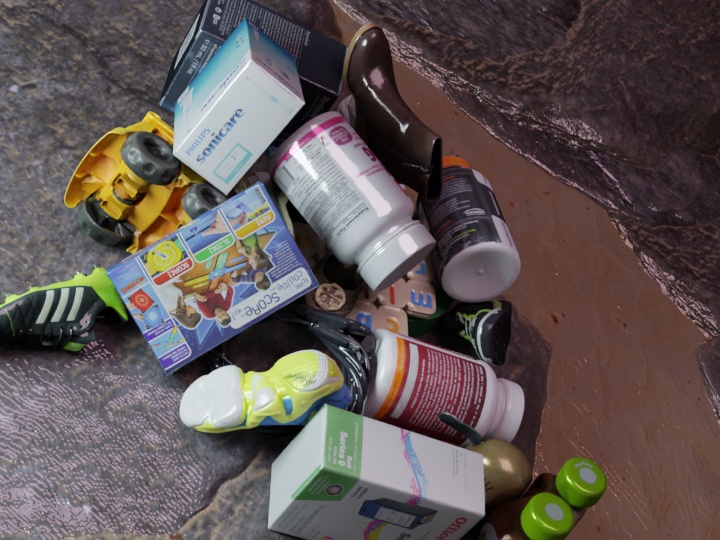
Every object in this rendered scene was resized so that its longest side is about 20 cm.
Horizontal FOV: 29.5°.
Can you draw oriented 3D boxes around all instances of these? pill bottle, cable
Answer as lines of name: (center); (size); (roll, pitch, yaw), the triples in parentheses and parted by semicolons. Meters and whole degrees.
pill bottle: (-0.008, -0.080, 1.619); (0.200, 0.113, 0.113); (51, 44, 9)
cable: (-0.087, 0.115, 1.571); (0.199, 0.051, 0.164); (16, 75, 3)
pill bottle: (0.092, 0.150, 1.645); (0.199, 0.113, 0.113); (19, 47, -20)
pill bottle: (0.133, -0.061, 1.772); (0.106, 0.106, 0.200); (13, 39, -25)

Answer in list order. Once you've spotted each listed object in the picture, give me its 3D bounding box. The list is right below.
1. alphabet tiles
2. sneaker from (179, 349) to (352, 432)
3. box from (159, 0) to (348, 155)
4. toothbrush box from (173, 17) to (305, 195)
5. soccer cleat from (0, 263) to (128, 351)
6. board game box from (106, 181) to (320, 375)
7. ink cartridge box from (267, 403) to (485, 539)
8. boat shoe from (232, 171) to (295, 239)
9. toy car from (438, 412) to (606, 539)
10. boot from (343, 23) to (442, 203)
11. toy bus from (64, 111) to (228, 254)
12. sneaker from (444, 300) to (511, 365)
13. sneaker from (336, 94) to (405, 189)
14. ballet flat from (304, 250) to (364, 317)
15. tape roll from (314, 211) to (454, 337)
alphabet tiles: (0.000, 0.000, 1.708); (0.199, 0.015, 0.196); (12, 51, -19)
sneaker: (-0.098, 0.151, 1.500); (0.105, 0.199, 0.076); (44, 41, -45)
box: (-0.140, -0.257, 1.802); (0.199, 0.149, 0.107); (23, 46, -16)
toothbrush box: (-0.148, -0.200, 1.631); (0.085, 0.146, 0.200); (37, 14, -19)
soccer cleat: (-0.336, 0.055, 1.477); (0.200, 0.067, 0.081); (-22, 82, -43)
board game box: (-0.164, 0.009, 1.528); (0.200, 0.034, 0.136); (-30, 103, -5)
ink cartridge box: (0.018, 0.241, 1.496); (0.199, 0.145, 0.088); (19, 47, -20)
boat shoe: (-0.114, -0.039, 1.641); (0.068, 0.075, 0.200); (-7, 44, -7)
toy car: (0.150, 0.255, 1.573); (0.200, 0.165, 0.158); (40, 42, 15)
boot: (0.052, -0.201, 1.745); (0.072, 0.201, 0.166); (-21, 37, -32)
toy bus: (-0.223, -0.091, 1.640); (0.200, 0.136, 0.192); (39, 27, -3)
sneaker: (0.146, 0.078, 1.736); (0.082, 0.072, 0.200); (3, 4, 9)
sneaker: (0.024, -0.186, 1.888); (0.078, 0.099, 0.200); (3, 53, -32)
ballet flat: (-0.010, -0.012, 1.671); (0.067, 0.046, 0.200); (34, 48, 1)
tape roll: (0.030, -0.005, 1.781); (0.200, 0.048, 0.201); (18, 47, -21)
